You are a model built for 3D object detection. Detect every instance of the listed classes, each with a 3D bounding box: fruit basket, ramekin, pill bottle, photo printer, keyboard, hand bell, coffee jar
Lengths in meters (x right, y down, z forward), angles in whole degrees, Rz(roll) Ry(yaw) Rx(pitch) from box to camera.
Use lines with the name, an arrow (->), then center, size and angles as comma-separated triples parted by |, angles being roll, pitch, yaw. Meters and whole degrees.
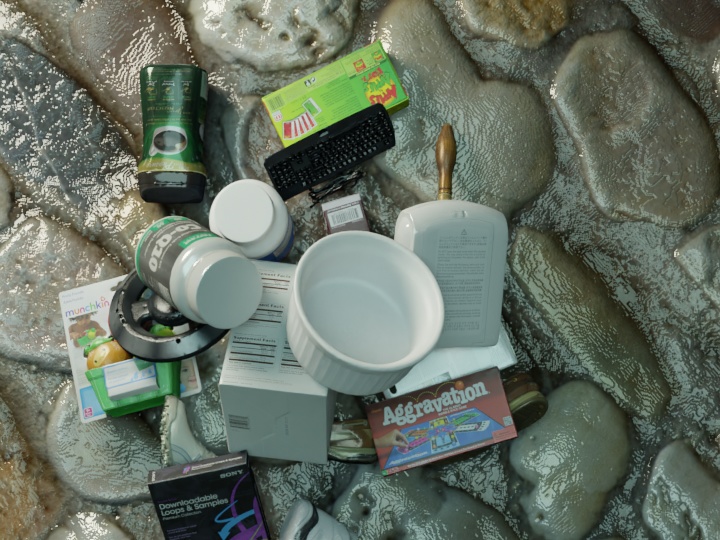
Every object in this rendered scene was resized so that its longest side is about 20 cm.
fruit basket -> -0.337, 0.103, 1.669 | 0.183, 0.094, 0.203 | -14, 80, 0
ramekin -> 0.000, 0.060, 1.458 | 0.198, 0.098, 0.202 | 10, 54, -14
pill bottle -> -0.155, -0.067, 1.628 | 0.111, 0.200, 0.114 | 0, 83, 2
pill bottle -> -0.213, 0.003, 1.511 | 0.112, 0.199, 0.115 | -10, 109, -30
photo printer -> 0.121, 0.004, 1.580 | 0.164, 0.069, 0.203 | -1, 101, -25
keyboard -> -0.035, -0.159, 1.692 | 0.198, 0.040, 0.105 | -27, 120, -1
hand bell -> 0.125, -0.122, 1.696 | 0.103, 0.104, 0.203 | 1, 72, 2
coffee jar -> -0.278, -0.200, 1.704 | 0.103, 0.085, 0.203 | 1, 82, -2

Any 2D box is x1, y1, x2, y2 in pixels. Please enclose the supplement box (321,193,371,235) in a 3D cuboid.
supplement box -> 0.000, 0.000, 1.662 | 0.060, 0.109, 0.202 | -16, 84, -2

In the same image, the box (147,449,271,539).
box -> -0.206, 0.353, 1.610 | 0.141, 0.036, 0.202 | -12, 116, -1

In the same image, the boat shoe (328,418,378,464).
boat shoe -> -0.069, 0.236, 1.659 | 0.197, 0.076, 0.075 | 5, 78, -6

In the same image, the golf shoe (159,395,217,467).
golf shoe -> -0.237, 0.268, 1.644 | 0.096, 0.078, 0.203 | -8, 108, -9

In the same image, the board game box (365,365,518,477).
board game box -> 0.113, 0.213, 1.617 | 0.198, 0.019, 0.104 | -18, 73, 7

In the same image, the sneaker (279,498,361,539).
sneaker -> -0.070, 0.433, 1.612 | 0.114, 0.075, 0.202 | 21, 78, -16

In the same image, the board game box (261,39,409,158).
board game box -> -0.037, -0.252, 1.723 | 0.198, 0.048, 0.102 | -27, 84, -1

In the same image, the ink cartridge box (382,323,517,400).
ink cartridge box -> 0.117, 0.124, 1.674 | 0.198, 0.050, 0.110 | -24, 84, 0

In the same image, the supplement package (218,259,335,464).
supplement package -> -0.101, 0.126, 1.575 | 0.145, 0.192, 0.202 | 7, 54, 3

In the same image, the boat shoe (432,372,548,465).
boat shoe -> 0.172, 0.215, 1.660 | 0.199, 0.072, 0.068 | -29, 50, 6

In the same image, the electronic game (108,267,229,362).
electronic game -> -0.261, 0.046, 1.629 | 0.197, 0.042, 0.202 | -6, 50, 8
